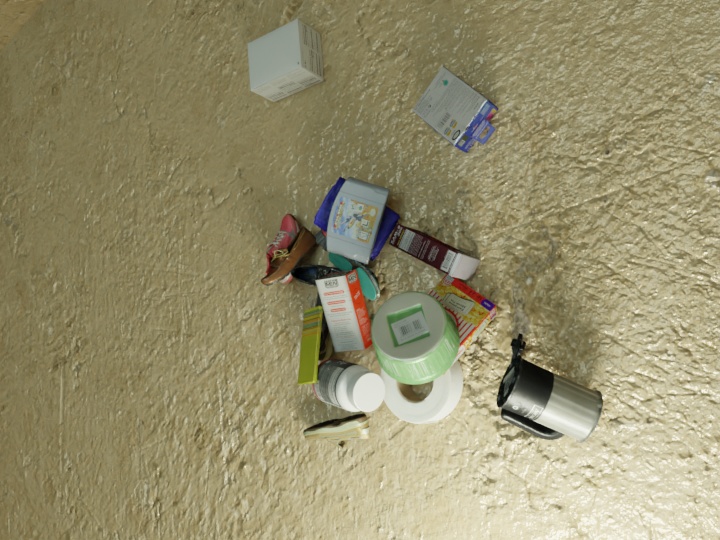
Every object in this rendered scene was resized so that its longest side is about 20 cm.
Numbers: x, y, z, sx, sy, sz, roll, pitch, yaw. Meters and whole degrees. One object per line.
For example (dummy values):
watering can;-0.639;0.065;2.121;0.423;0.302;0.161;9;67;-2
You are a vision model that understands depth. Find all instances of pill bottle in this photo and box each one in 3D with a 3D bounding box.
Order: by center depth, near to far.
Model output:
pill bottle;-0.031;0.291;1.716;0.199;0.115;0.117;2;84;57

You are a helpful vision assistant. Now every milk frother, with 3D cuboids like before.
milk frother;0.401;0.245;1.464;0.187;0.181;0.201;24;64;0

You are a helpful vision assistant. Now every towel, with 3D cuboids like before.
towel;-0.130;0.196;1.785;0.086;0.018;0.202;-20;61;53
towel;-0.013;-0.134;1.790;0.199;0.050;0.148;32;107;5

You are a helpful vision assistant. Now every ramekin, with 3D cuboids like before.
ramekin;0.118;0.145;1.537;0.198;0.098;0.202;-9;57;14

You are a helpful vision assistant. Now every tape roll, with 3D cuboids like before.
tape roll;0.148;0.269;1.662;0.201;0.071;0.204;-6;80;33

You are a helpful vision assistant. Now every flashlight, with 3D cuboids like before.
flashlight;-0.037;-0.138;1.854;0.200;0.068;0.068;-44;86;16

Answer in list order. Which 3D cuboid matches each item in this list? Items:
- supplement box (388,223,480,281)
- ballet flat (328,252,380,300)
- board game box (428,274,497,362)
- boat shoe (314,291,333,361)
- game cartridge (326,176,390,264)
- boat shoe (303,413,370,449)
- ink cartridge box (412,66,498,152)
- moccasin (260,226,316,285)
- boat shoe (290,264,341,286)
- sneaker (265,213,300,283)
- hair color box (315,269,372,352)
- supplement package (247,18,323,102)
supplement box;0.179;-0.045;1.663;0.199;0.108;0.061;30;100;34
ballet flat;0.000;0.000;1.803;0.200;0.074;0.074;45;108;26
board game box;0.202;0.124;1.611;0.151;0.046;0.200;35;76;32
boat shoe;-0.107;0.147;1.841;0.073;0.064;0.202;2;91;48
game cartridge;-0.013;-0.131;1.753;0.132;0.042;0.202;17;99;2
boat shoe;-0.064;0.433;1.789;0.199;0.071;0.077;-18;89;33
ink cartridge box;0.243;-0.390;1.688;0.200;0.076;0.137;47;110;31
moccasin;-0.207;-0.040;1.889;0.202;0.078;0.074;-47;19;-14
boat shoe;-0.109;0.014;1.876;0.199;0.066;0.071;12;90;35
sneaker;-0.226;-0.066;1.947;0.073;0.086;0.202;1;83;49
hair color box;-0.039;0.106;1.777;0.101;0.061;0.202;-8;102;32
supplement package;-0.223;-0.619;2.019;0.199;0.111;0.157;-13;76;32
